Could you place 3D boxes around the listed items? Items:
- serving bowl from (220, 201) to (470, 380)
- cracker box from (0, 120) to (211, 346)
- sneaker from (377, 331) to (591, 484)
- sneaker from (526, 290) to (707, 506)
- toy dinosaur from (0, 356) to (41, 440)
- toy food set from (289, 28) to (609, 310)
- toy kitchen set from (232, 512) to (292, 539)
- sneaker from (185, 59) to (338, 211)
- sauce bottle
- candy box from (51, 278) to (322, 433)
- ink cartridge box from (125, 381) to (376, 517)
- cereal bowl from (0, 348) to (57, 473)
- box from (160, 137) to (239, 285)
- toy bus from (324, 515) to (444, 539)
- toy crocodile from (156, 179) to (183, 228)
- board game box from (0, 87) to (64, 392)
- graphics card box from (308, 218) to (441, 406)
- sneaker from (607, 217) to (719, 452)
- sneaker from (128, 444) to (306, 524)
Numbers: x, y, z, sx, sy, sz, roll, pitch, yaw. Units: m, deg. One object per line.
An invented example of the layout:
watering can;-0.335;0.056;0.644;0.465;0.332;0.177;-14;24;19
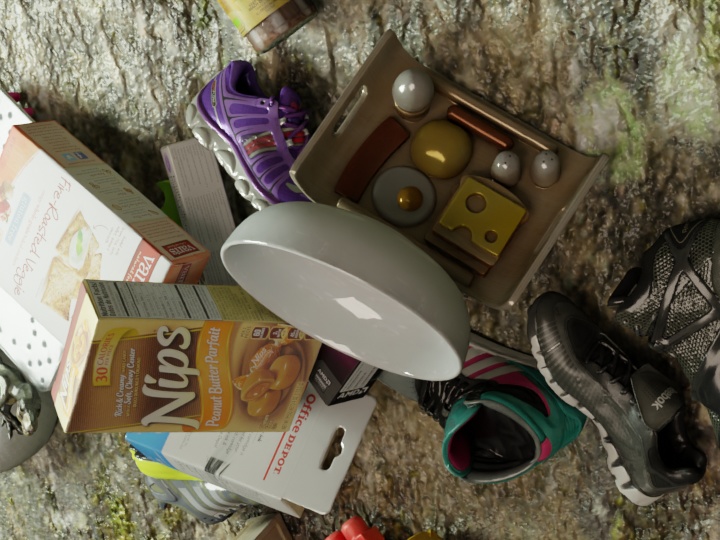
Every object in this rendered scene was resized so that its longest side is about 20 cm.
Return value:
serving bowl;-0.002;0.005;1.224;0.199;0.066;0.200;24;162;8
cracker box;-0.232;-0.015;1.378;0.200;0.058;0.135;38;117;21
sneaker;0.080;0.113;1.344;0.199;0.121;0.084;14;118;22
sneaker;0.209;0.095;1.292;0.090;0.066;0.201;-19;108;52
toy dinosaur;-0.346;0.106;1.523;0.199;0.047;0.089;33;136;32
toy food set;0.067;-0.078;1.244;0.199;0.144;0.060;31;165;12
toy kitchen set;-0.135;0.369;1.553;0.180;0.163;0.201;-17;104;32
sneaker;-0.065;-0.098;1.320;0.200;0.080;0.084;47;109;27
sauce bottle;-0.113;-0.268;1.299;0.065;0.065;0.201;-32;94;35
candy box;-0.137;0.071;1.322;0.055;0.199;0.116;57;135;46
ink cartridge box;-0.088;0.138;1.441;0.199;0.117;0.068;19;163;19
cereal bowl;-0.401;0.119;1.622;0.199;0.083;0.202;11;118;22
box;-0.122;-0.014;1.401;0.039;0.041;0.201;180;73;-74
toy bus;0.046;0.299;1.460;0.200;0.135;0.193;-39;77;33
toy crocodile;-0.207;-0.002;1.473;0.062;0.067;0.200;49;123;5
board game box;-0.299;-0.028;1.482;0.200;0.026;0.201;43;120;27
graphics card box;0.000;0.000;1.352;0.126;0.051;0.200;53;130;24
sneaker;0.256;0.058;1.257;0.113;0.076;0.201;-3;109;30
sneaker;-0.119;0.195;1.527;0.199;0.074;0.081;8;126;31
